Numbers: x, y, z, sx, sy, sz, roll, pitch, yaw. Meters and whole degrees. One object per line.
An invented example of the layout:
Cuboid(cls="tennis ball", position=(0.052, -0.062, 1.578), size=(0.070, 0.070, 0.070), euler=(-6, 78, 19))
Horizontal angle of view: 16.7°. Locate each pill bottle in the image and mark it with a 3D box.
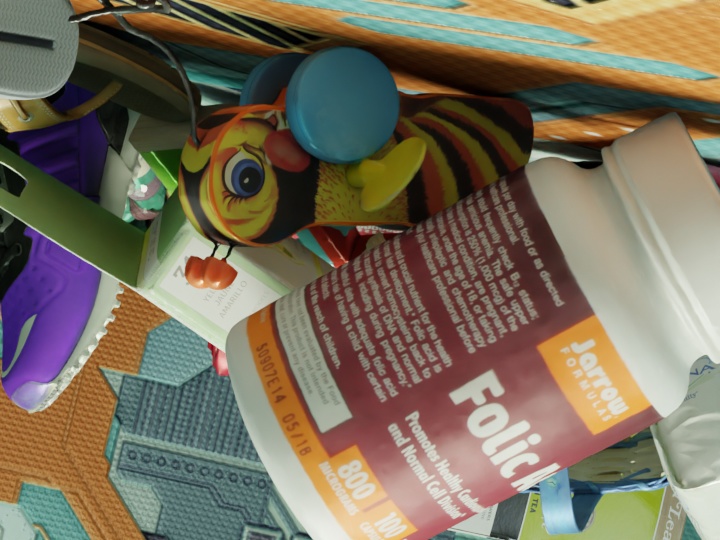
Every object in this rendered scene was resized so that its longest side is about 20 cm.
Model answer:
Cuboid(cls="pill bottle", position=(0.058, 0.026, 0.966), size=(0.200, 0.114, 0.114), euler=(-29, 168, 9))

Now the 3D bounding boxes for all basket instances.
Cuboid(cls="basket", position=(0.118, 0.043, 1.360), size=(0.139, 0.176, 0.200), euler=(-3, -175, 19))

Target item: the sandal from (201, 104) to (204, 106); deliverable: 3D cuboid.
Cuboid(cls="sandal", position=(-0.018, -0.051, 1.306), size=(0.203, 0.050, 0.082), euler=(30, -177, -36))

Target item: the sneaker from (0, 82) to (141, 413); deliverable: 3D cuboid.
Cuboid(cls="sneaker", position=(-0.166, -0.026, 1.186), size=(0.099, 0.200, 0.070), euler=(23, 141, -21))

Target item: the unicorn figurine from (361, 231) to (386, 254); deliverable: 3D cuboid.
Cuboid(cls="unicorn figurine", position=(0.058, 0.019, 1.094), size=(0.200, 0.137, 0.074), euler=(2, -154, 46))

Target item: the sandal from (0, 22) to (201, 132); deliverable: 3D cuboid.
Cuboid(cls="sandal", position=(-0.171, -0.094, 1.116), size=(0.200, 0.054, 0.080), euler=(15, 176, -25))

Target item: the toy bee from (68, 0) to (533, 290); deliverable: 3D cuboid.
Cuboid(cls="toy bee", position=(-0.032, -0.040, 1.006), size=(0.200, 0.109, 0.131), euler=(13, 177, -4))

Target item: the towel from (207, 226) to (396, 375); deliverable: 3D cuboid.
Cuboid(cls="towel", position=(0.000, 0.000, 1.267), size=(0.145, 0.022, 0.200), euler=(10, 141, -3))

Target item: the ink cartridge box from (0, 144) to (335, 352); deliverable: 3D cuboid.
Cuboid(cls="ink cartridge box", position=(-0.088, -0.018, 1.099), size=(0.200, 0.048, 0.146), euler=(36, -174, -9))

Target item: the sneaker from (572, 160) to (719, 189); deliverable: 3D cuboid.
Cuboid(cls="sneaker", position=(0.124, -0.026, 1.108), size=(0.200, 0.079, 0.095), euler=(10, 154, 36))

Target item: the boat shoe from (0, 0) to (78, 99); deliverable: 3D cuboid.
Cuboid(cls="boat shoe", position=(-0.196, -0.098, 0.953), size=(0.067, 0.074, 0.200), euler=(8, 175, 33))

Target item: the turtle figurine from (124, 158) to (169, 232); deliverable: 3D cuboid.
Cuboid(cls="turtle figurine", position=(-0.122, -0.046, 1.375), size=(0.200, 0.101, 0.150), euler=(2, -165, -21))

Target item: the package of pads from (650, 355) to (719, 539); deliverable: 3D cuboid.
Cuboid(cls="package of pads", position=(0.236, 0.070, 1.078), size=(0.200, 0.068, 0.155), euler=(-21, 145, 10))

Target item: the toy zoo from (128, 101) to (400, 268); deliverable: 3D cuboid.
Cuboid(cls="toy zoo", position=(-0.010, -0.009, 1.200), size=(0.131, 0.020, 0.200), euler=(-3, 139, 34))

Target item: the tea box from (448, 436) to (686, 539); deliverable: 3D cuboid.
Cuboid(cls="tea box", position=(0.111, 0.074, 1.566), size=(0.197, 0.200, 0.134), euler=(16, 176, -29))
